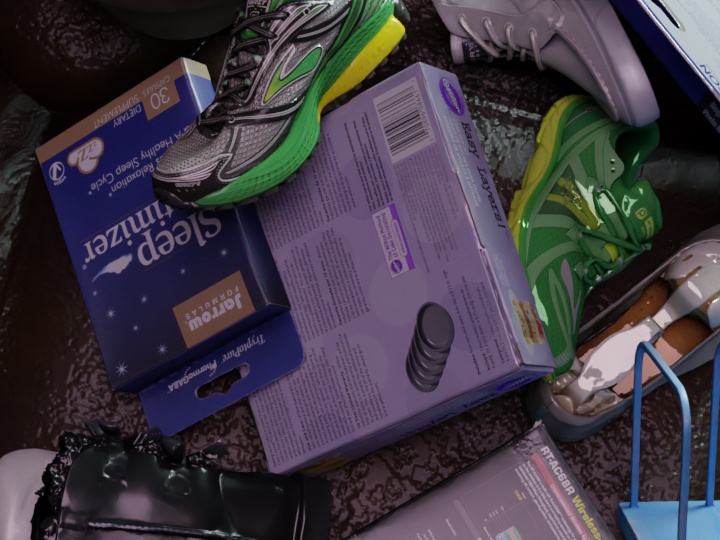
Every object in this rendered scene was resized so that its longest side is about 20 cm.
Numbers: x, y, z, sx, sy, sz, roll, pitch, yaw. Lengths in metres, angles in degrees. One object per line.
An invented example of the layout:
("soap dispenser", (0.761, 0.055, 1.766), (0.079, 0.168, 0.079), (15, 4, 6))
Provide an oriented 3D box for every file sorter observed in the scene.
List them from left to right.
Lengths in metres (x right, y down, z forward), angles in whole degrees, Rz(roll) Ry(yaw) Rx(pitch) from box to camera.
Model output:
("file sorter", (0.258, 0.110, 1.080), (0.199, 0.139, 0.123), (0, 104, -4))

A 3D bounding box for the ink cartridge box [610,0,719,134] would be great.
("ink cartridge box", (0.197, -0.162, 1.172), (0.041, 0.200, 0.200), (-45, 75, 32))

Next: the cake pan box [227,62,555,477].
("cake pan box", (0.000, 0.000, 1.127), (0.184, 0.052, 0.201), (-27, 72, 26))

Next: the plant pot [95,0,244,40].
("plant pot", (-0.115, -0.226, 1.175), (0.199, 0.174, 0.201), (1, 72, -2))

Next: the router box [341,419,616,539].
("router box", (0.091, 0.211, 1.108), (0.150, 0.062, 0.200), (-29, 76, -9))

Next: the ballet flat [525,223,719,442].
("ballet flat", (0.186, 0.032, 1.164), (0.200, 0.064, 0.067), (-37, 78, -12))

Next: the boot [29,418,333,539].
("boot", (-0.106, 0.185, 1.069), (0.162, 0.073, 0.199), (12, 71, -15))

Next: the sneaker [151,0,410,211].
("sneaker", (-0.057, -0.114, 1.093), (0.078, 0.085, 0.200), (13, 57, 41))

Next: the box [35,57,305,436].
("box", (-0.115, -0.012, 1.152), (0.121, 0.032, 0.200), (-29, 71, 23))

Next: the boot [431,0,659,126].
("boot", (0.104, -0.145, 1.196), (0.095, 0.074, 0.200), (-28, 50, 0))

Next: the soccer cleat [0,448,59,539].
("soccer cleat", (-0.178, 0.199, 1.103), (0.077, 0.069, 0.201), (-4, 71, -6))

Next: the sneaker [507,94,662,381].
("sneaker", (0.135, -0.027, 1.149), (0.083, 0.074, 0.200), (3, 56, 21))
